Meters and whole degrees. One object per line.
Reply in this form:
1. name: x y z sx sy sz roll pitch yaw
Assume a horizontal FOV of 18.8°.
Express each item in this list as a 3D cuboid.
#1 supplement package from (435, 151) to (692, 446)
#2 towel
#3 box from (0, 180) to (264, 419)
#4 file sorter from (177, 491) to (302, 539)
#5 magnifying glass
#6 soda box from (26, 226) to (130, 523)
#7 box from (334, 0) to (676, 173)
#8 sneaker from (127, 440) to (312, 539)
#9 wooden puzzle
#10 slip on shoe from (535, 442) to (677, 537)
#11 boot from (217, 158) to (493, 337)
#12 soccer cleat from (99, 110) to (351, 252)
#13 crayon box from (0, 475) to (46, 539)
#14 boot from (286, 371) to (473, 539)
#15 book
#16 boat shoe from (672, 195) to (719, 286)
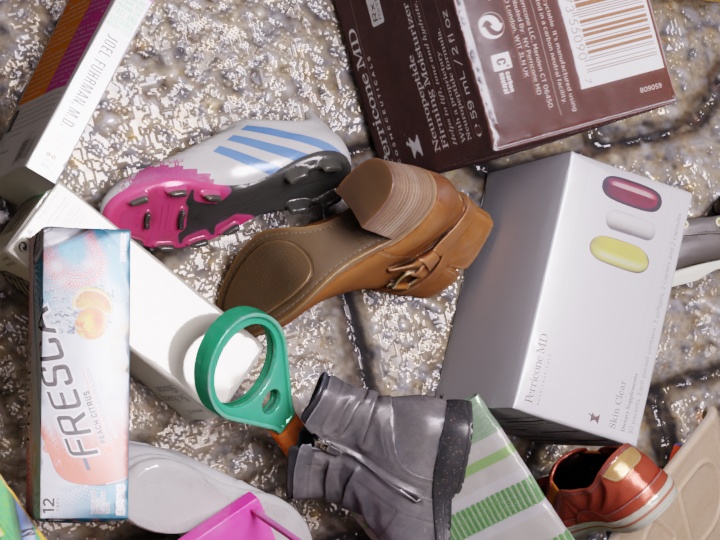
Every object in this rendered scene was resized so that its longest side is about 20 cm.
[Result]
1. supplement package: 0.154 0.026 1.681 0.110 0.156 0.202 17 80 -19
2. towel: 0.085 0.205 1.660 0.201 0.152 0.023 56 29 -9
3. box: -0.173 0.024 1.590 0.200 0.082 0.069 40 72 -13
4. file sorter: -0.072 0.293 1.547 0.139 0.125 0.201 -33 123 -21
5. magnifying glass: -0.066 0.100 1.598 0.080 0.022 0.200 -53 143 -19
6. soda box: -0.195 0.073 1.495 0.063 0.068 0.202 1 84 -17
7. box: 0.106 -0.173 1.651 0.163 0.200 0.167 -17 91 -24
8. sneaker: -0.116 0.172 1.609 0.200 0.088 0.075 38 89 -40
9. wooden puzzle: 0.247 0.234 1.711 0.200 0.046 0.186 -47 129 -44
10. slip on shoe: 0.168 0.164 1.653 0.074 0.200 0.061 -43 98 -22
11. boot: 0.000 0.000 1.660 0.154 0.200 0.074 20 40 -54
12. soccer cleat: -0.106 -0.071 1.635 0.199 0.087 0.070 -12 135 -18
13. crayon box: -0.275 0.171 1.516 0.058 0.119 0.201 -37 100 -18
14. boot: 0.005 0.174 1.610 0.131 0.070 0.202 9 105 -2
15. book: -0.201 -0.148 1.563 0.048 0.133 0.201 31 76 -17
16. boat shoe: 0.303 -0.033 1.791 0.200 0.072 0.061 -15 95 -20
